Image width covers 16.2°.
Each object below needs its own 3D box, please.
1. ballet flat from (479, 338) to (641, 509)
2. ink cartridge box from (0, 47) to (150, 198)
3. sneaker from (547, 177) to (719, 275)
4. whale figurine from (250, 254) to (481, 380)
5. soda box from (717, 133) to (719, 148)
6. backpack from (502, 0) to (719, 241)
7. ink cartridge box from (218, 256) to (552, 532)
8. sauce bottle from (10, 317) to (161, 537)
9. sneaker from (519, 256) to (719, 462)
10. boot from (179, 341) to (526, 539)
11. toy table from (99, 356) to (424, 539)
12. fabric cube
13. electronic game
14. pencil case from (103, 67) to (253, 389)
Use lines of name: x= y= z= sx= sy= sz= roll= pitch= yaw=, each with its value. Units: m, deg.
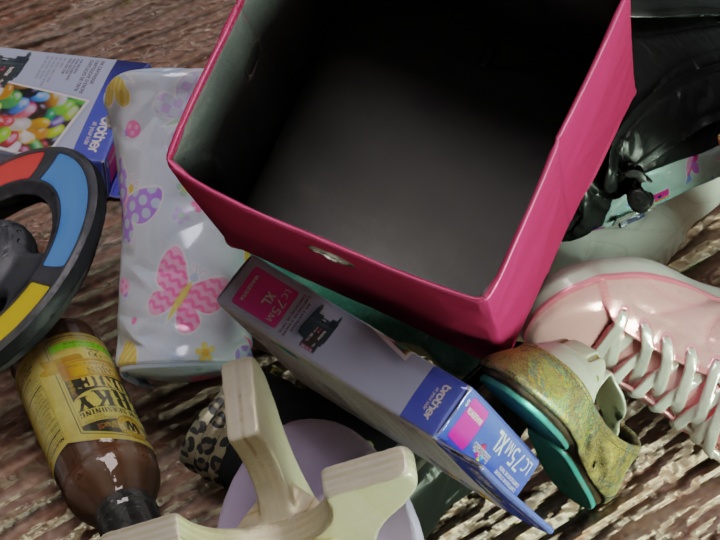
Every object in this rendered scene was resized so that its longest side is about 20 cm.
ballet flat: x=0.120 y=0.077 z=1.472 sx=0.070 sy=0.200 sz=0.071 roll=-8 pitch=63 yaw=16
ink cartridge box: x=-0.229 y=-0.108 z=1.819 sx=0.199 sy=0.042 sz=0.120 roll=9 pitch=43 yaw=10
sneaker: x=0.172 y=-0.015 z=1.680 sx=0.200 sy=0.076 sz=0.081 roll=-22 pitch=76 yaw=-34
whale figurine: x=0.000 y=0.000 z=1.635 sx=0.199 sy=0.104 sz=0.159 roll=22 pitch=46 yaw=21
soda box: x=0.280 y=-0.020 z=1.568 sx=0.068 sy=0.200 sz=0.064 roll=-35 pitch=49 yaw=-11
backpack: x=0.171 y=-0.112 z=1.612 sx=0.199 sy=0.127 sz=0.167 roll=-20 pitch=78 yaw=-30
ink cartridge box: x=0.022 y=0.070 z=1.425 sx=0.200 sy=0.119 sz=0.042 roll=33 pitch=83 yaw=33
sauce bottle: x=-0.159 y=0.112 z=1.547 sx=0.064 sy=0.065 sz=0.200 roll=-17 pitch=45 yaw=-16
sneaker: x=0.192 y=0.057 z=1.545 sx=0.200 sy=0.075 sz=0.105 roll=11 pitch=40 yaw=-34
boot: x=0.003 y=0.089 z=1.551 sx=0.153 sy=0.074 sz=0.204 roll=29 pitch=58 yaw=29
toy table: x=-0.038 y=0.155 z=1.405 sx=0.183 sy=0.117 sz=0.200 roll=-27 pitch=55 yaw=8
fabric cube: x=0.029 y=-0.083 z=1.427 sx=0.196 sy=0.199 sz=0.201 roll=24 pitch=81 yaw=10
electronic game: x=-0.243 y=0.001 z=1.630 sx=0.200 sy=0.042 sz=0.200 roll=-28 pitch=37 yaw=24
pencil case: x=-0.114 y=-0.029 z=1.585 sx=0.090 sy=0.083 sz=0.201 roll=-5 pitch=82 yaw=6
